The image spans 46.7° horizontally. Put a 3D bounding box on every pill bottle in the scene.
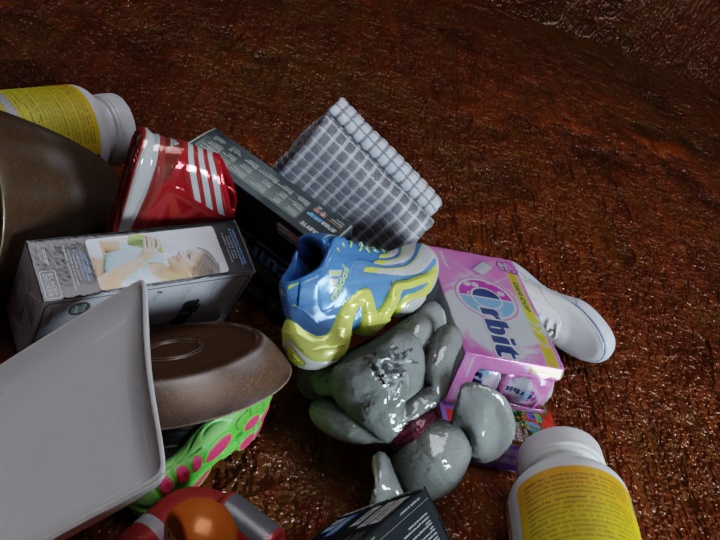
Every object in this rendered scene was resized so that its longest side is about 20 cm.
[{"bbox_3d":[0.182,0.233,0.706,0.110,0.114,0.201,18,31,-7],"label":"pill bottle"},{"bbox_3d":[-0.358,-0.149,0.941,0.112,0.114,0.198,38,35,25],"label":"pill bottle"}]

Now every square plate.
[{"bbox_3d":[-0.223,0.121,0.595,0.029,0.196,0.201,54,7,-40],"label":"square plate"}]

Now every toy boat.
[{"bbox_3d":[-0.116,0.203,0.541,0.129,0.133,0.199,31,32,16],"label":"toy boat"}]

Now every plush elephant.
[{"bbox_3d":[0.044,0.134,0.750,0.162,0.157,0.200,-27,5,-5],"label":"plush elephant"}]

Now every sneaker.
[{"bbox_3d":[-0.138,0.123,0.705,0.083,0.078,0.199,32,30,15],"label":"sneaker"},{"bbox_3d":[0.224,0.059,1.053,0.070,0.074,0.199,-22,43,-38],"label":"sneaker"},{"bbox_3d":[0.000,0.000,0.762,0.075,0.107,0.199,5,31,41],"label":"sneaker"},{"bbox_3d":[-0.183,-0.037,0.805,0.113,0.201,0.080,11,46,-21],"label":"sneaker"}]

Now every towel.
[{"bbox_3d":[-0.030,-0.063,0.913,0.165,0.199,0.086,41,44,-10],"label":"towel"}]

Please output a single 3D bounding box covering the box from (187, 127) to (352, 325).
[{"bbox_3d":[-0.101,-0.032,0.879,0.199,0.161,0.046,36,53,21],"label":"box"}]

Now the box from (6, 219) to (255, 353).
[{"bbox_3d":[-0.208,0.019,0.761,0.197,0.117,0.061,-9,63,-36],"label":"box"}]

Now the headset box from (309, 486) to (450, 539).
[{"bbox_3d":[0.009,0.267,0.491,0.173,0.092,0.203,-23,84,-50],"label":"headset box"}]

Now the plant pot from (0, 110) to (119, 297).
[{"bbox_3d":[-0.327,-0.066,0.795,0.185,0.190,0.199,33,19,19],"label":"plant pot"}]

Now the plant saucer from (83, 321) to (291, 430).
[{"bbox_3d":[-0.157,0.081,0.705,0.195,0.035,0.200,-4,12,1],"label":"plant saucer"}]

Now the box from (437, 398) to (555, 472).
[{"bbox_3d":[0.131,0.128,0.905,0.134,0.040,0.202,13,32,-14],"label":"box"}]

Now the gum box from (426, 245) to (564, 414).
[{"bbox_3d":[0.131,0.063,0.898,0.111,0.067,0.202,10,33,-16],"label":"gum box"}]
